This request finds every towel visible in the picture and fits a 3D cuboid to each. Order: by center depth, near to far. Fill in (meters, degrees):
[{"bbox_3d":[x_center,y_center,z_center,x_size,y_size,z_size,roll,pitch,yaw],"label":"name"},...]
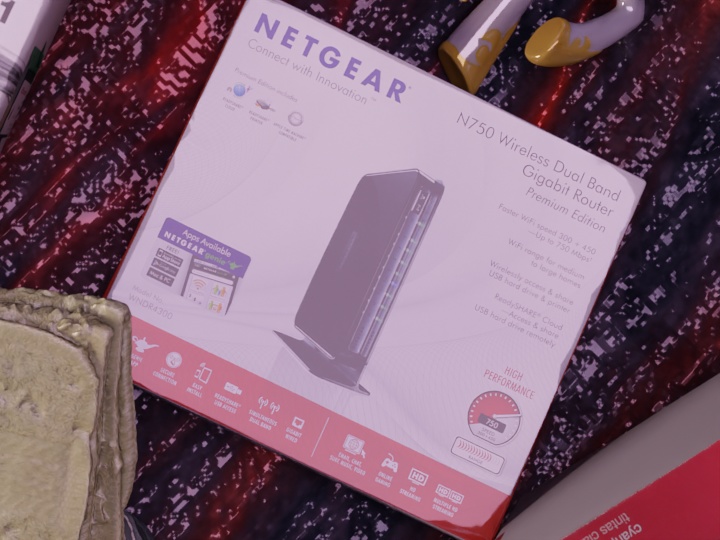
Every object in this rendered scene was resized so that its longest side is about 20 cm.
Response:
[{"bbox_3d":[-0.188,0.073,0.821,0.198,0.037,0.150,5,103,0],"label":"towel"}]

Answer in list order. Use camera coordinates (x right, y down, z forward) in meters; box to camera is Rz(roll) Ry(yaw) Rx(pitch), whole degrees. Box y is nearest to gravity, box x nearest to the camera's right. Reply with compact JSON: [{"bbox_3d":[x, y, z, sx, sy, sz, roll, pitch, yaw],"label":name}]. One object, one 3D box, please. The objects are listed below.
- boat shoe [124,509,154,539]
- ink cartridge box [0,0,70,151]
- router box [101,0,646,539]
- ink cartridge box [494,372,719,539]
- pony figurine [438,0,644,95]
[{"bbox_3d":[-0.120,0.198,0.874,0.072,0.062,0.202,3,82,23],"label":"boat shoe"},{"bbox_3d":[-0.216,-0.092,0.873,0.145,0.084,0.201,24,84,-6],"label":"ink cartridge box"},{"bbox_3d":[0.000,0.000,0.915,0.199,0.049,0.181,25,83,-5],"label":"router box"},{"bbox_3d":[0.165,0.162,0.857,0.144,0.145,0.201,-34,91,18],"label":"ink cartridge box"},{"bbox_3d":[0.103,-0.194,0.908,0.199,0.166,0.194,-35,123,-12],"label":"pony figurine"}]
